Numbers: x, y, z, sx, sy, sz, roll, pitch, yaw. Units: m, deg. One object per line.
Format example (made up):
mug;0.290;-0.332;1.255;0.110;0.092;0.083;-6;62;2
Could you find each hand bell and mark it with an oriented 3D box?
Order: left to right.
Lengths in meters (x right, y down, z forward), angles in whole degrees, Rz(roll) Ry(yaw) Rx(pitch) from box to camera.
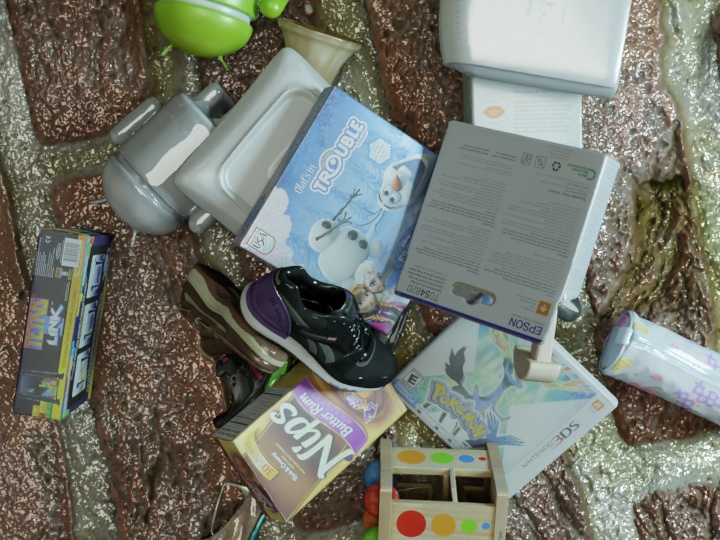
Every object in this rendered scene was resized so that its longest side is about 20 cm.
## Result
hand bell;-0.075;-0.181;1.332;0.104;0.104;0.200;18;104;-2

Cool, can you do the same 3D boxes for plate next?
plate;-0.069;-0.109;1.270;0.200;0.032;0.200;41;83;-19

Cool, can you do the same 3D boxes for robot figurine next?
robot figurine;-0.211;-0.121;1.304;0.200;0.113;0.170;-44;72;0
robot figurine;-0.166;-0.332;1.297;0.175;0.116;0.200;13;92;5

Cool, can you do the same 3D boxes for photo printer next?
photo printer;0.186;-0.281;1.232;0.200;0.069;0.167;10;92;-2

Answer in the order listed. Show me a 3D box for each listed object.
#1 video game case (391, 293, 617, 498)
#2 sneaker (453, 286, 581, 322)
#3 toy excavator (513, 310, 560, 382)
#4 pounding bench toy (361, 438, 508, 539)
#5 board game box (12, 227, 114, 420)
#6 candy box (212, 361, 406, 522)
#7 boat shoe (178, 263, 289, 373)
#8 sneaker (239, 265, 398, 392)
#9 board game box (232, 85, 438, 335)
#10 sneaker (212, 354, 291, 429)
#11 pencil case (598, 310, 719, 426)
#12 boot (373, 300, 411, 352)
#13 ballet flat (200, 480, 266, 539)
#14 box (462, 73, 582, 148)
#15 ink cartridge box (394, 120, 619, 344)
video game case;0.162;0.143;1.335;0.200;0.022;0.182;44;111;-2
sneaker;0.162;0.015;1.347;0.200;0.074;0.080;26;108;1
toy excavator;0.192;-0.007;1.243;0.100;0.200;0.195;6;128;-10
pounding bench toy;0.079;0.309;1.313;0.156;0.124;0.200;2;108;0
board game box;-0.327;0.053;1.280;0.057;0.165;0.200;9;91;-4
candy box;-0.053;0.171;1.291;0.200;0.056;0.117;-40;109;-26
boat shoe;-0.147;0.070;1.287;0.075;0.202;0.075;27;100;-37
sneaker;-0.025;0.063;1.213;0.200;0.088;0.076;31;49;-27
board game box;-0.003;-0.063;1.257;0.199;0.043;0.200;31;86;-17
sneaker;-0.123;0.102;1.332;0.084;0.077;0.200;15;88;1
pencil case;0.378;0.121;1.335;0.200;0.091;0.083;25;91;-1
boot;0.000;0.000;1.342;0.132;0.070;0.200;12;80;1
ballet flat;-0.122;0.252;1.342;0.067;0.068;0.200;32;89;5
box;0.182;-0.227;1.317;0.124;0.097;0.200;-1;92;-1
ink cartridge box;0.147;-0.041;1.191;0.200;0.041;0.200;20;91;38
